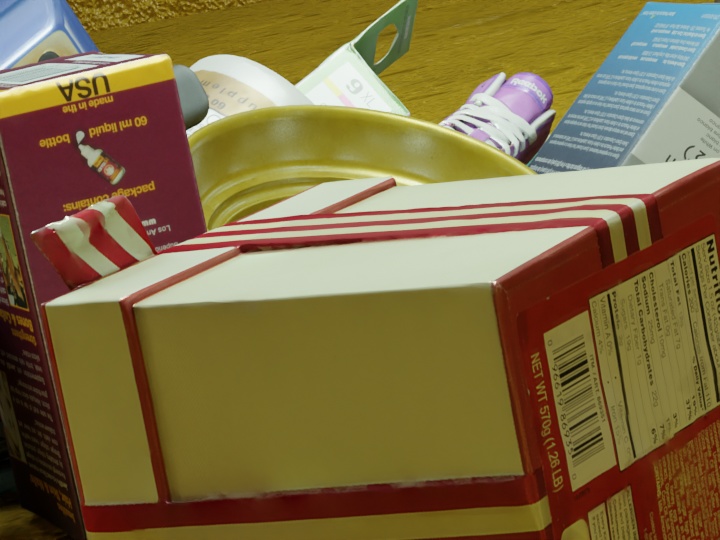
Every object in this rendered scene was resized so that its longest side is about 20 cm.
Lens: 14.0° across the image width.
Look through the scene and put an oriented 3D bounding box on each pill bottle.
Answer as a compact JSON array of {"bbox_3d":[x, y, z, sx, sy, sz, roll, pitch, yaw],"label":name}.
[{"bbox_3d":[-0.105,-0.010,1.503,0.114,0.114,0.200,-1,38,51],"label":"pill bottle"}]

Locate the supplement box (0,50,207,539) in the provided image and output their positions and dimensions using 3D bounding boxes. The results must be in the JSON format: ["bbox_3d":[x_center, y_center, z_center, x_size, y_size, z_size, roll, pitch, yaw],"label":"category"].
[{"bbox_3d":[-0.117,0.009,1.284,0.086,0.200,0.110,-15,10,-20],"label":"supplement box"}]

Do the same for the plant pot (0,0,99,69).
[{"bbox_3d":[-0.224,-0.055,1.703,0.200,0.200,0.180,-41,27,-19],"label":"plant pot"}]

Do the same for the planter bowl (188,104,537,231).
[{"bbox_3d":[0.000,0.000,1.427,0.200,0.084,0.200,9,29,-5],"label":"planter bowl"}]

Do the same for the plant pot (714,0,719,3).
[{"bbox_3d":[0.318,-0.204,1.971,0.200,0.174,0.200,-13,9,2],"label":"plant pot"}]

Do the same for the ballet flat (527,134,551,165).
[{"bbox_3d":[0.163,-0.078,1.796,0.200,0.068,0.062,-17,1,-22],"label":"ballet flat"}]

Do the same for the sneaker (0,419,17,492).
[{"bbox_3d":[-0.196,0.072,1.385,0.199,0.083,0.071,-15,10,-4],"label":"sneaker"}]

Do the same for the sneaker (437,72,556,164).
[{"bbox_3d":[0.060,-0.072,1.624,0.114,0.073,0.200,-51,-3,-3],"label":"sneaker"}]

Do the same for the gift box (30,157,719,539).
[{"bbox_3d":[0.005,0.059,0.906,0.187,0.185,0.200,-4,7,34],"label":"gift box"}]

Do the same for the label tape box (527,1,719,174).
[{"bbox_3d":[0.143,-0.048,1.575,0.200,0.066,0.143,-56,14,-2],"label":"label tape box"}]

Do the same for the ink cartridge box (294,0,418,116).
[{"bbox_3d":[-0.026,-0.063,1.659,0.200,0.059,0.104,-40,-12,-12],"label":"ink cartridge box"}]

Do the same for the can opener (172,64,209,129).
[{"bbox_3d":[-0.141,-0.034,1.396,0.053,0.067,0.200,-26,5,44],"label":"can opener"}]
